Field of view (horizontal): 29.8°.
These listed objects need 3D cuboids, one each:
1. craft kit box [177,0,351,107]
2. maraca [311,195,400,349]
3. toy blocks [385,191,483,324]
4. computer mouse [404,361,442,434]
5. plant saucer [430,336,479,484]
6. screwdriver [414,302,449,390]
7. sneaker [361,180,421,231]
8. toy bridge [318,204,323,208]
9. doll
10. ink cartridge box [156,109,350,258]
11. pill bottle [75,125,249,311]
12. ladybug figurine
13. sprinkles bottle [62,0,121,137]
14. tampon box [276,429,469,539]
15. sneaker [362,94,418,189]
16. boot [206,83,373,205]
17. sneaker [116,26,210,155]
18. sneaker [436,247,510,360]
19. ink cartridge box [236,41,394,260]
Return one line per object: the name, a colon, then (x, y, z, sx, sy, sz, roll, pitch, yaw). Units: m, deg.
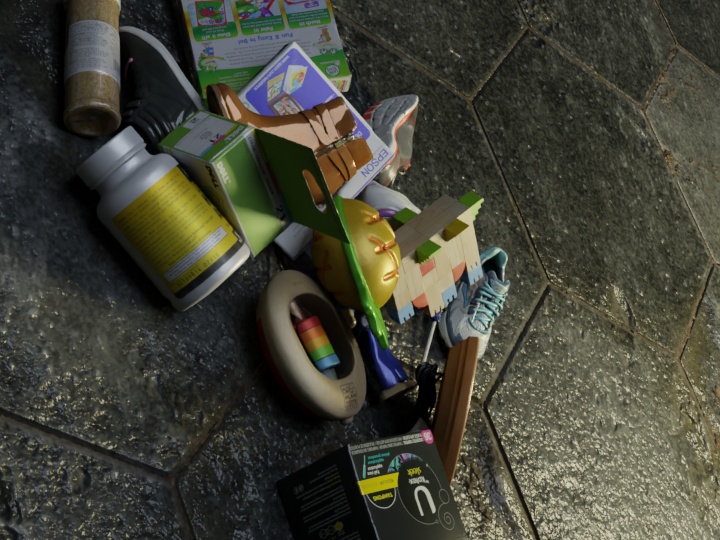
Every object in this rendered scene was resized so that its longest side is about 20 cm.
craft kit box: (-0.131, -0.315, 1.787, 0.199, 0.049, 0.198, -10, 66, -11)
maraca: (0.000, 0.000, 1.661, 0.137, 0.107, 0.200, 54, 18, -63)
toy blocks: (0.087, -0.002, 1.820, 0.200, 0.100, 0.137, -36, 135, -23)
computer mouse: (0.062, 0.220, 1.684, 0.044, 0.110, 0.200, 12, 56, 3)
plant saucer: (0.113, 0.179, 1.706, 0.037, 0.200, 0.200, 11, 47, 2)
screwdriver: (0.100, 0.082, 1.855, 0.028, 0.029, 0.200, 28, 47, -12)
sneaker: (0.077, -0.062, 1.900, 0.200, 0.075, 0.100, 35, 24, -37)
toy bridge: (-0.055, -0.109, 1.826, 0.067, 0.027, 0.200, -20, 80, -51)
doll: (0.004, 0.070, 1.742, 0.200, 0.048, 0.136, 62, 17, 10)
ink cartridge box: (-0.123, -0.089, 1.554, 0.076, 0.200, 0.148, -43, 132, -26)
pill bottle: (-0.228, -0.061, 1.536, 0.200, 0.111, 0.111, 50, 38, -9)
ladybug figurine: (-0.065, 0.098, 1.634, 0.136, 0.072, 0.200, -10, 72, -51)
sprinkles bottle: (-0.319, -0.257, 1.608, 0.068, 0.068, 0.200, 20, 51, -38)
tampon box: (0.025, 0.303, 1.545, 0.150, 0.126, 0.200, -3, 67, -48)
sneaker: (0.042, -0.183, 1.970, 0.200, 0.077, 0.082, -64, 141, -47)
boot: (-0.085, -0.172, 1.651, 0.155, 0.077, 0.200, -34, 106, -9)
sneaker: (-0.266, -0.212, 1.635, 0.099, 0.071, 0.200, -29, 70, -30)
sneaker: (0.165, 0.042, 1.914, 0.078, 0.086, 0.200, 34, 43, -25)
ink cartridge box: (-0.091, -0.150, 1.717, 0.198, 0.043, 0.200, -46, 103, -12)
